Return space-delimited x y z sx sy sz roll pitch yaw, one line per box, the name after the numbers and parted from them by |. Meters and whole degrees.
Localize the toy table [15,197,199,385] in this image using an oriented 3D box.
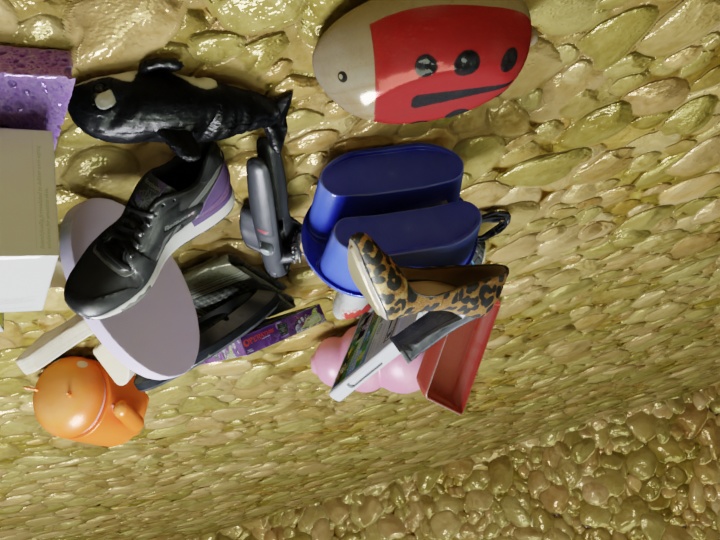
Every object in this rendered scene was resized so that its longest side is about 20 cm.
-0.267 0.031 0.893 0.116 0.203 0.184 -16 -167 33 | toy table

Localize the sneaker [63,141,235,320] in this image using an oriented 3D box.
-0.201 -0.048 0.785 0.200 0.075 0.088 -49 161 -25 | sneaker

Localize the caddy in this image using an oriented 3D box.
0.035 -0.049 0.910 0.196 0.143 0.105 -9 154 -12 | caddy

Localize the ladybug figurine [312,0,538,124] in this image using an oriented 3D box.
0.059 -0.176 0.720 0.196 0.073 0.136 -13 157 -4 | ladybug figurine

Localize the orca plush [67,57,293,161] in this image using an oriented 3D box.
-0.147 -0.116 0.732 0.198 0.072 0.105 7 149 -42 | orca plush

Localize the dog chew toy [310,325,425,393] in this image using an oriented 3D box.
0.018 0.140 1.367 0.196 0.127 0.125 -8 158 3 | dog chew toy

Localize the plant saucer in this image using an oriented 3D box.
0.152 0.115 1.346 0.036 0.203 0.200 17 171 26 | plant saucer

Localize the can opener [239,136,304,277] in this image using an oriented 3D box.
-0.096 -0.059 0.892 0.077 0.064 0.201 8 152 2 | can opener

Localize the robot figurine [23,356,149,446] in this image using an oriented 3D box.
-0.386 0.189 1.229 0.116 0.144 0.200 -41 153 5 | robot figurine

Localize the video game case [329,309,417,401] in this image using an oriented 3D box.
0.037 0.055 1.108 0.022 0.202 0.182 31 142 -11 | video game case

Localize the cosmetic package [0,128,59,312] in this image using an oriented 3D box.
-0.309 -0.035 0.727 0.083 0.110 0.199 -1 168 -25 | cosmetic package

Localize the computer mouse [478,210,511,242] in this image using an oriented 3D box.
0.117 -0.067 1.068 0.198 0.034 0.059 1 123 -43 | computer mouse

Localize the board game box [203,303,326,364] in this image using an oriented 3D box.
-0.138 0.087 1.131 0.119 0.033 0.199 -27 -176 -29 | board game box

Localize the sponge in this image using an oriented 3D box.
-0.327 -0.130 0.646 0.197 0.030 0.112 -2 155 -30 | sponge

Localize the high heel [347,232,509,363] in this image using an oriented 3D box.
0.068 -0.005 0.818 0.142 0.072 0.201 -36 140 -3 | high heel

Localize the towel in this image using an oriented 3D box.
-0.205 0.039 1.117 0.197 0.035 0.192 -19 154 16 | towel

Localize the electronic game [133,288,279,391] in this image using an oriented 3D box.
-0.183 0.082 1.019 0.198 0.042 0.200 -30 -171 5 | electronic game

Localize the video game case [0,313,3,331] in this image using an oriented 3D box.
-0.503 0.034 0.906 0.196 0.036 0.182 -9 155 -13 | video game case

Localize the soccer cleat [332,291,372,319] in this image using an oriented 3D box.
0.000 0.000 1.106 0.084 0.070 0.200 13 146 -27 | soccer cleat

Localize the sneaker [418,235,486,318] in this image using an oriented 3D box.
0.116 0.005 1.199 0.086 0.075 0.200 -30 169 -45 | sneaker
